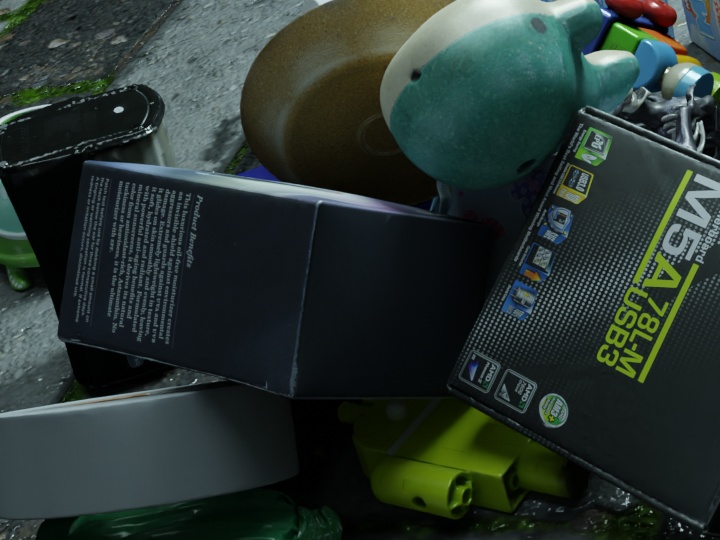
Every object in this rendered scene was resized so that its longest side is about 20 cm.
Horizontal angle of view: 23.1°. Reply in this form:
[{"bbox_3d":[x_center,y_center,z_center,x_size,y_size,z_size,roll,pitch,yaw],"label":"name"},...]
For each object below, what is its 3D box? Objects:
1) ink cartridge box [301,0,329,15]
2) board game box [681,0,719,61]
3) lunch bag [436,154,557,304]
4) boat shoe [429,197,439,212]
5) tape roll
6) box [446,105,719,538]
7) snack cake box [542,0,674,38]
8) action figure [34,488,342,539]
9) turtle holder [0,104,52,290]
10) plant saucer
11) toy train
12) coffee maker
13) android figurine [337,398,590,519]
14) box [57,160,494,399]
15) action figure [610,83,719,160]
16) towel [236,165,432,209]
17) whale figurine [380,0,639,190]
[{"bbox_3d":[0.053,-0.163,1.494,0.198,0.085,0.145,7,21,-22],"label":"ink cartridge box"},{"bbox_3d":[0.320,-0.238,1.489,0.036,0.153,0.200,-22,28,-5],"label":"board game box"},{"bbox_3d":[0.171,-0.020,1.226,0.168,0.129,0.199,2,8,32],"label":"lunch bag"},{"bbox_3d":[0.074,-0.089,1.351,0.083,0.202,0.069,-21,-17,4],"label":"boat shoe"},{"bbox_3d":[-0.141,0.113,1.143,0.198,0.067,0.200,-7,-1,0],"label":"tape roll"},{"bbox_3d":[0.174,0.027,1.055,0.192,0.047,0.202,28,93,34],"label":"box"},{"bbox_3d":[0.208,-0.270,1.558,0.067,0.202,0.115,10,39,40],"label":"snack cake box"},{"bbox_3d":[-0.109,0.177,1.122,0.197,0.055,0.118,-9,28,3],"label":"action figure"},{"bbox_3d":[-0.294,-0.076,1.588,0.184,0.133,0.141,7,38,38],"label":"turtle holder"},{"bbox_3d":[0.017,-0.104,1.211,0.198,0.201,0.036,-15,48,6],"label":"plant saucer"},{"bbox_3d":[0.268,-0.168,1.482,0.115,0.085,0.199,37,20,27],"label":"toy train"},{"bbox_3d":[-0.215,-0.023,1.378,0.190,0.202,0.135,-5,29,18],"label":"coffee maker"},{"bbox_3d":[0.076,0.098,1.168,0.198,0.041,0.182,10,40,39],"label":"android figurine"},{"bbox_3d":[-0.050,0.006,1.130,0.197,0.125,0.199,12,4,35],"label":"box"},{"bbox_3d":[0.212,-0.096,1.345,0.198,0.119,0.103,14,68,-12],"label":"action figure"},{"bbox_3d":[-0.027,-0.065,1.508,0.198,0.050,0.148,-16,22,6],"label":"towel"},{"bbox_3d":[0.108,-0.105,1.128,0.199,0.159,0.104,3,52,-46],"label":"whale figurine"}]
